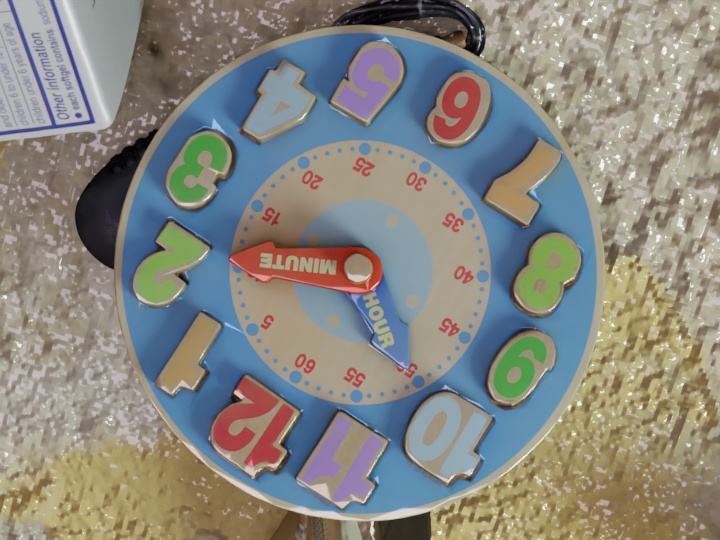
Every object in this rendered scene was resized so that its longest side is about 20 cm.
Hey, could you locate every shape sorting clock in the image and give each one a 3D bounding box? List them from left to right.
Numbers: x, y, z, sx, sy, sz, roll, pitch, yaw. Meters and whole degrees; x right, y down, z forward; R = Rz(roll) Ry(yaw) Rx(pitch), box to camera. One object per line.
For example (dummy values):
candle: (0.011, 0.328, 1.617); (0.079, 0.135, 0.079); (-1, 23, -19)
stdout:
shape sorting clock: (0.000, 0.000, 0.837); (0.198, 0.039, 0.202); (0, 88, 0)

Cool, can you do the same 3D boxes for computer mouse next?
computer mouse: (-0.037, -0.057, 0.877); (0.199, 0.034, 0.059); (-31, 97, 14)

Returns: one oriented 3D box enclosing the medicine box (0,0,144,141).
medicine box: (-0.205, -0.145, 0.808); (0.198, 0.103, 0.183); (-5, 131, 10)

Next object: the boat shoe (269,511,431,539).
boat shoe: (-0.012, 0.124, 0.907); (0.076, 0.072, 0.202); (0, 104, 25)
